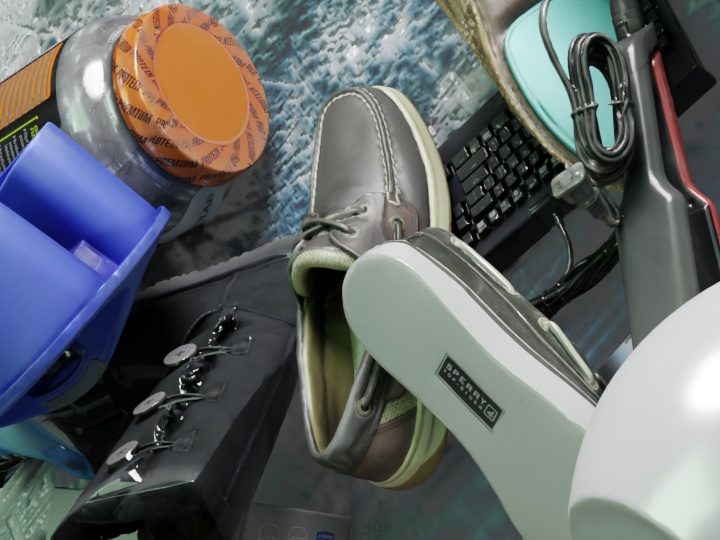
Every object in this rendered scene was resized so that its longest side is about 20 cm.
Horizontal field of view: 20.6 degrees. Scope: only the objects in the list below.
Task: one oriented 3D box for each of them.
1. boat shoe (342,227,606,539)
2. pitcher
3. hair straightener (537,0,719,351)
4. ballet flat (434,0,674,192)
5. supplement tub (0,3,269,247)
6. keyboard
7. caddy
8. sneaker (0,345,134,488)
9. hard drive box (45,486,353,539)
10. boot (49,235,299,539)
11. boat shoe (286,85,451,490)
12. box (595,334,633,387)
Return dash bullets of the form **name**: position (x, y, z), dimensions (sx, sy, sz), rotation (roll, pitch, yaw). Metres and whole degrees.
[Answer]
- **boat shoe**: position (0.079, 0.057, 0.862), dimensions (0.200, 0.063, 0.071), rotation (49, 132, 14)
- **pitcher**: position (0.184, 0.060, 0.681), dimensions (0.171, 0.122, 0.200), rotation (41, 65, 18)
- **hair straightener**: position (0.111, -0.044, 0.792), dimensions (0.041, 0.077, 0.202), rotation (-17, 74, 41)
- **ballet flat**: position (0.076, -0.112, 0.891), dimensions (0.070, 0.065, 0.201), rotation (-27, 71, -8)
- **supplement tub**: position (-0.151, -0.060, 1.081), dimensions (0.199, 0.122, 0.124), rotation (-25, 63, 38)
- **keyboard**: position (0.083, -0.036, 0.920), dimensions (0.200, 0.021, 0.128), rotation (-43, 53, 29)
- **caddy**: position (-0.172, 0.024, 0.981), dimensions (0.200, 0.105, 0.142), rotation (-39, 11, 41)
- **sneaker**: position (-0.192, 0.085, 1.136), dimensions (0.199, 0.078, 0.091), rotation (20, 113, 48)
- **hard drive box**: position (-0.091, 0.214, 0.986), dimensions (0.155, 0.076, 0.202), rotation (-4, 77, 44)
- **boot**: position (-0.097, 0.080, 0.959), dimensions (0.164, 0.066, 0.201), rotation (-32, 23, 34)
- **boat shoe**: position (-0.001, 0.001, 0.933), dimensions (0.071, 0.066, 0.203), rotation (-21, 65, 40)
- **box**: position (0.184, 0.078, 0.782), dimensions (0.110, 0.035, 0.201), rotation (-49, 51, 24)
